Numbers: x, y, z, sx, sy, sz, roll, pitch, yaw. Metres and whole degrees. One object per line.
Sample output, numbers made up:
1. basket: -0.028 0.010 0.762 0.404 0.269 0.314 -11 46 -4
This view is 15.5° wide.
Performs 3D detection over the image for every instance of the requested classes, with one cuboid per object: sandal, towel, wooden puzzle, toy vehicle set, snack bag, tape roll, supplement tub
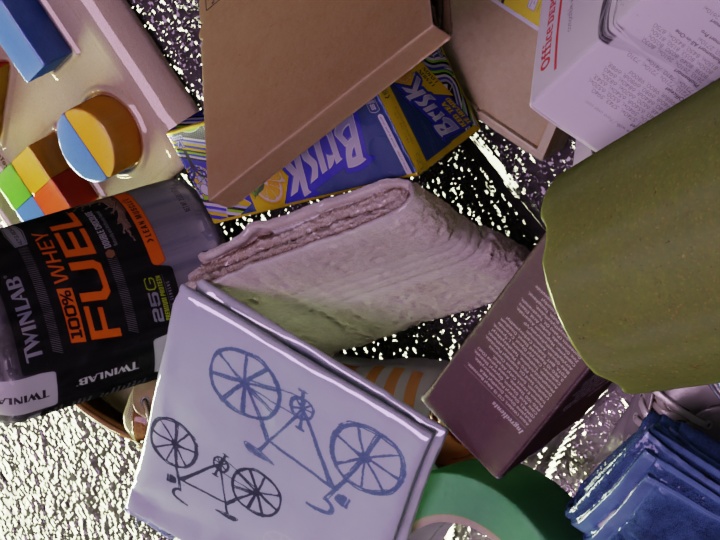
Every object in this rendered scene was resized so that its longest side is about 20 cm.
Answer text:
1. sandal: 0.002 0.097 1.686 0.206 0.059 0.079 6 115 36
2. towel: 0.220 0.167 1.510 0.200 0.049 0.112 32 137 -4
3. wooden puzzle: -0.212 -0.109 1.765 0.200 0.046 0.186 -36 86 42
4. toy vehicle set: 0.094 -0.175 1.504 0.124 0.026 0.200 37 129 19
5. towel: 0.000 0.000 1.606 0.200 0.132 0.035 -18 58 39
6. snack bag: -0.050 0.124 1.631 0.188 0.021 0.200 29 129 16
7. tape roll: 0.077 0.217 1.615 0.200 0.048 0.201 12 107 43
8. supplement tub: -0.186 0.023 1.688 0.122 0.199 0.123 162 90 -72

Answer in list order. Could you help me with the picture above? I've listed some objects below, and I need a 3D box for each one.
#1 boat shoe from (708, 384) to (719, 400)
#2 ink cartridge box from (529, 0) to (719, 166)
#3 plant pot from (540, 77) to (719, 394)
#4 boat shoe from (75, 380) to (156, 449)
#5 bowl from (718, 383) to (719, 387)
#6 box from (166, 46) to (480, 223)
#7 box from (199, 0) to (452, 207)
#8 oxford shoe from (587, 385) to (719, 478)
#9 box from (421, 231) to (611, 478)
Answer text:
1. boat shoe: 0.257 0.092 1.461 0.200 0.062 0.073 44 117 1
2. ink cartridge box: 0.153 -0.137 1.394 0.068 0.116 0.200 33 127 -18
3. plant pot: 0.197 -0.022 1.318 0.190 0.200 0.201 -19 98 33
4. boat shoe: -0.123 0.096 1.755 0.200 0.074 0.076 18 119 43
5. bowl: 0.276 0.023 1.396 0.200 0.039 0.202 1 92 24
6. box: -0.025 -0.084 1.595 0.200 0.064 0.070 -12 110 49
7. box: -0.024 -0.149 1.532 0.200 0.021 0.164 -35 45 37
8. oxford shoe: 0.185 0.086 1.539 0.075 0.058 0.200 39 128 20
9. box: 0.128 0.021 1.524 0.075 0.100 0.200 44 130 13
